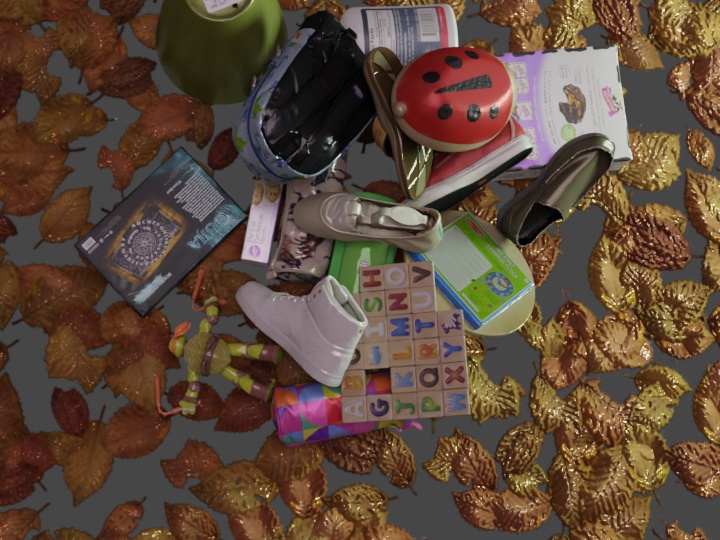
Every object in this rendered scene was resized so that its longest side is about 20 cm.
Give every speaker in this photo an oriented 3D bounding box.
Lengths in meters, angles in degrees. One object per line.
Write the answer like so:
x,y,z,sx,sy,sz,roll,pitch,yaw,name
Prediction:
0.000,0.000,1.591,0.088,0.088,0.202,12,81,-4,speaker

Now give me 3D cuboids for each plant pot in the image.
-0.184,-0.339,1.561,0.185,0.200,0.189,1,82,-6,plant pot

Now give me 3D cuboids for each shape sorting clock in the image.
0.147,0.003,1.591,0.198,0.039,0.201,12,55,-17,shape sorting clock

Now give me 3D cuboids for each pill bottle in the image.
0.027,-0.303,1.620,0.198,0.120,0.121,-3,82,-6,pill bottle

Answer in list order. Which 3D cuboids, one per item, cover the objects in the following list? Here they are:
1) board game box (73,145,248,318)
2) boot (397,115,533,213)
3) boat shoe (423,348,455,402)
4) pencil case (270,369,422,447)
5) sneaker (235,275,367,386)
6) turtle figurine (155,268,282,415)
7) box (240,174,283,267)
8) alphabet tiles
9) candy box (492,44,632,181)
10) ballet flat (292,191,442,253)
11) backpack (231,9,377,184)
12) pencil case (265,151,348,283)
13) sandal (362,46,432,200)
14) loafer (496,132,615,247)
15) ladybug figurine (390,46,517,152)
-0.269,-0.052,1.598,0.200,0.028,0.135,-44,89,-11,board game box
0.113,-0.169,1.590,0.199,0.072,0.145,-33,77,1,boot
0.076,0.099,1.569,0.086,0.074,0.203,-27,67,24,boat shoe
-0.019,0.183,1.565,0.198,0.088,0.089,-6,82,-6,pencil case
-0.071,0.046,1.530,0.200,0.073,0.116,39,110,28,sneaker
-0.186,0.104,1.554,0.160,0.064,0.202,13,78,7,turtle figurine
-0.127,-0.106,1.615,0.041,0.039,0.202,11,81,-2,box
0.052,0.090,1.516,0.166,0.008,0.202,-5,81,11,alphabet tiles
0.268,-0.220,1.657,0.198,0.072,0.169,-5,82,-6,candy box
0.011,-0.070,1.526,0.198,0.069,0.070,8,81,-2,ballet flat
-0.072,-0.201,1.503,0.163,0.153,0.201,47,48,-29,backpack
-0.074,-0.077,1.596,0.089,0.078,0.202,14,80,-24,pencil case
0.041,-0.188,1.513,0.080,0.054,0.201,-42,118,-45,sandal
0.272,-0.102,1.599,0.075,0.070,0.200,29,118,-30,loafer
0.125,-0.222,1.490,0.199,0.072,0.137,-22,88,-35,ladybug figurine
